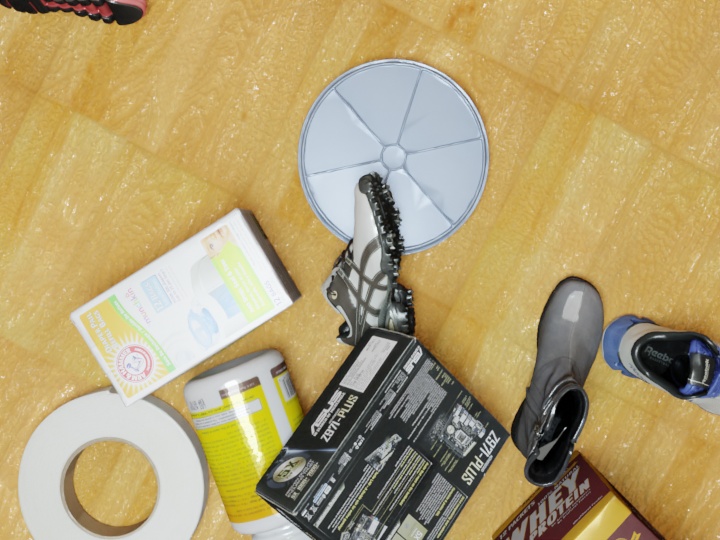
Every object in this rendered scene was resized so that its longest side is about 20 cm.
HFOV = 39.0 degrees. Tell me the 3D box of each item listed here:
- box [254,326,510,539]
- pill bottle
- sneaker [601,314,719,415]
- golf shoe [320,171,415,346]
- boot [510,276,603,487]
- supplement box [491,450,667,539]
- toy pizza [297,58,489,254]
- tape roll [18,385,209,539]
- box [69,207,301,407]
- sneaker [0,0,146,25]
[{"bbox_3d":[0.025,0.185,0.985,0.164,0.086,0.201,44,72,-27],"label":"box"},{"bbox_3d":[-0.099,0.190,1.034,0.108,0.109,0.202,-20,92,2],"label":"pill bottle"},{"bbox_3d":[0.346,0.105,1.015,0.197,0.115,0.081,17,94,-1],"label":"sneaker"},{"bbox_3d":[0.000,0.000,1.015,0.093,0.078,0.202,-2,117,13],"label":"golf shoe"},{"bbox_3d":[0.207,0.109,1.011,0.069,0.132,0.202,13,93,2],"label":"boot"},{"bbox_3d":[0.251,0.309,0.987,0.200,0.197,0.133,44,93,0],"label":"supplement box"},{"bbox_3d":[0.034,-0.117,1.055,0.198,0.032,0.203,0,93,0],"label":"toy pizza"},{"bbox_3d":[-0.261,0.226,1.077,0.200,0.037,0.205,0,93,2],"label":"tape roll"},{"bbox_3d":[-0.173,0.036,1.033,0.199,0.101,0.113,-31,91,3],"label":"box"},{"bbox_3d":[-0.313,-0.313,1.046,0.198,0.074,0.088,10,79,-3],"label":"sneaker"}]
